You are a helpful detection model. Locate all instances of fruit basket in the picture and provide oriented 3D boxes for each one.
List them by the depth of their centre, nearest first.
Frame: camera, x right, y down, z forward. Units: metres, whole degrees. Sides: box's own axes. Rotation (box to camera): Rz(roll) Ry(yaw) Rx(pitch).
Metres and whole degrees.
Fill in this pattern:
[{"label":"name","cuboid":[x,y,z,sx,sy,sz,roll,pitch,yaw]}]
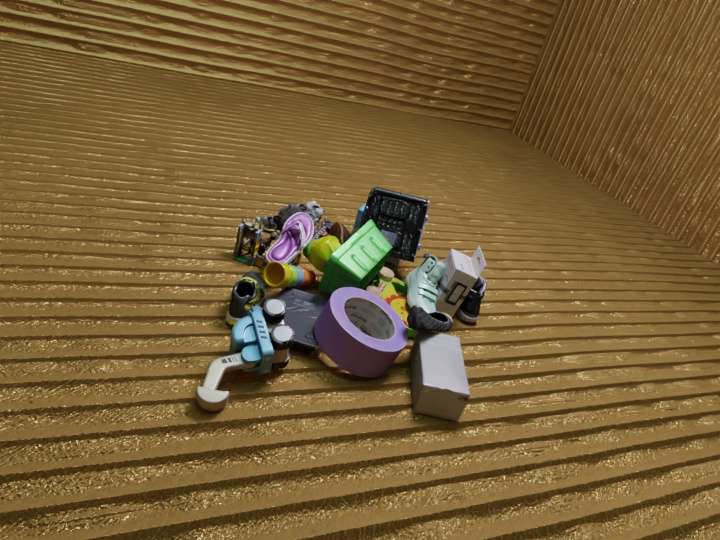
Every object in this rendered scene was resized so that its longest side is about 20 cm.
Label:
[{"label":"fruit basket","cuboid":[-0.051,-0.041,1.407,0.213,0.156,0.217,11,47,-13]}]

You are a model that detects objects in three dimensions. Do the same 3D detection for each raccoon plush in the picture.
[{"label":"raccoon plush","cuboid":[-0.209,-0.173,1.680,0.198,0.098,0.134,10,19,8]}]

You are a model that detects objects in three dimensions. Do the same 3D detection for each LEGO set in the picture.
[{"label":"LEGO set","cuboid":[-0.243,-0.080,1.485,0.199,0.117,0.154,27,30,16]}]

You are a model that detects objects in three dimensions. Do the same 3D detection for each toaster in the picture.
[{"label":"toaster","cuboid":[0.087,-0.128,1.571,0.198,0.183,0.119,14,0,7]}]

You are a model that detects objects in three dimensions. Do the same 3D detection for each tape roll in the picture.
[{"label":"tape roll","cuboid":[0.002,0.135,1.238,0.198,0.085,0.201,24,30,-15]}]

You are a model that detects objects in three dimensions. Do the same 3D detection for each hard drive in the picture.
[{"label":"hard drive","cuboid":[-0.141,0.116,1.281,0.133,0.043,0.201,16,28,-1]}]

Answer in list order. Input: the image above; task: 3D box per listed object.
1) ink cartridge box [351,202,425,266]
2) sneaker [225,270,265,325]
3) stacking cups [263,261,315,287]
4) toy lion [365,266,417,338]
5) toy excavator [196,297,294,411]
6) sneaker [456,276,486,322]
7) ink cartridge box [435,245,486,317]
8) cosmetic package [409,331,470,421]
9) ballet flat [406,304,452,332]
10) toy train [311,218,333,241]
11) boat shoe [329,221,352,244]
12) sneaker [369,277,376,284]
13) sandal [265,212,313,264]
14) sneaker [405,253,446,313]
[{"label":"ink cartridge box","cuboid":[0.088,-0.117,1.717,0.198,0.130,0.125,24,30,13]},{"label":"sneaker","cuboid":[-0.258,0.048,1.290,0.074,0.085,0.201,13,29,-8]},{"label":"stacking cups","cuboid":[-0.170,0.011,1.369,0.060,0.061,0.200,26,6,16]},{"label":"toy lion","cuboid":[0.102,0.092,1.445,0.190,0.069,0.200,28,29,4]},{"label":"toy excavator","cuboid":[-0.229,0.166,1.082,0.198,0.100,0.196,-8,54,-22]},{"label":"sneaker","cuboid":[0.299,0.048,1.561,0.075,0.115,0.201,8,30,-16]},{"label":"ink cartridge box","cuboid":[0.247,0.026,1.474,0.067,0.201,0.116,23,27,-12]},{"label":"cosmetic package","cuboid":[0.170,0.225,1.218,0.106,0.091,0.201,14,32,-3]},{"label":"ballet flat","cuboid":[0.170,0.111,1.291,0.066,0.057,0.199,18,6,30]},{"label":"toy train","cuboid":[-0.124,-0.110,1.693,0.046,0.034,0.200,30,29,1]},{"label":"boat shoe","cuboid":[-0.043,-0.065,1.625,0.070,0.071,0.201,19,35,-28]},{"label":"sneaker","cuboid":[0.000,0.000,1.509,0.077,0.076,0.200,32,35,17]},{"label":"sandal","cuboid":[-0.171,-0.084,1.403,0.082,0.050,0.204,24,50,1]},{"label":"sneaker","cuboid":[0.178,0.037,1.430,0.073,0.118,0.201,27,28,-23]}]
